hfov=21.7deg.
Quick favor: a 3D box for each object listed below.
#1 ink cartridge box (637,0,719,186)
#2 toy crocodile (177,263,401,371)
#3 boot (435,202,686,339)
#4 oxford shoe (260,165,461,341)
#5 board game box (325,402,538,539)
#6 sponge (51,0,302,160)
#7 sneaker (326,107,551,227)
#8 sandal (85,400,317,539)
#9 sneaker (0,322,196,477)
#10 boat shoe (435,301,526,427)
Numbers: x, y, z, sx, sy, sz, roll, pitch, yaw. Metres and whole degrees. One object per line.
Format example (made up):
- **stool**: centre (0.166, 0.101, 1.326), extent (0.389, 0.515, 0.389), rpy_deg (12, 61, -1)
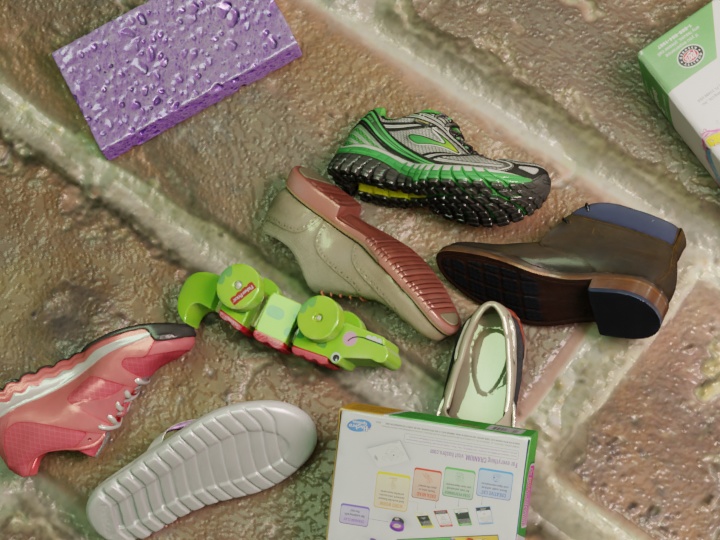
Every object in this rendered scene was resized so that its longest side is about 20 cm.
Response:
- **ink cartridge box**: centre (0.340, -0.126, 1.509), extent (0.145, 0.088, 0.200), rpy_deg (-35, 67, 0)
- **toy crocodile**: centre (-0.060, 0.044, 1.550), extent (0.200, 0.068, 0.062), rpy_deg (21, 83, 19)
- **boot**: centre (0.167, -0.009, 1.532), extent (0.200, 0.075, 0.097), rpy_deg (15, 51, 25)
- **oxford shoe**: centre (0.000, 0.000, 1.561), extent (0.200, 0.071, 0.074), rpy_deg (44, 106, 24)
- **board game box**: centre (0.049, 0.212, 1.453), extent (0.153, 0.040, 0.200), rpy_deg (8, 94, 14)
- **sponge**: centre (-0.163, -0.191, 1.666), extent (0.200, 0.030, 0.112), rpy_deg (-28, 69, 2)
- **sneaker**: centre (0.068, -0.094, 1.545), extent (0.200, 0.078, 0.085), rpy_deg (15, 71, 32)
- **sandal**: centre (-0.134, 0.153, 1.537), extent (0.203, 0.082, 0.050), rpy_deg (-24, 26, 5)
- **sneaker**: centre (-0.219, 0.108, 1.572), extent (0.200, 0.074, 0.087), rpy_deg (-25, 83, 7)
- **boat shoe**: centre (0.093, 0.124, 1.495), extent (0.071, 0.063, 0.200), rpy_deg (9, 76, 13)
